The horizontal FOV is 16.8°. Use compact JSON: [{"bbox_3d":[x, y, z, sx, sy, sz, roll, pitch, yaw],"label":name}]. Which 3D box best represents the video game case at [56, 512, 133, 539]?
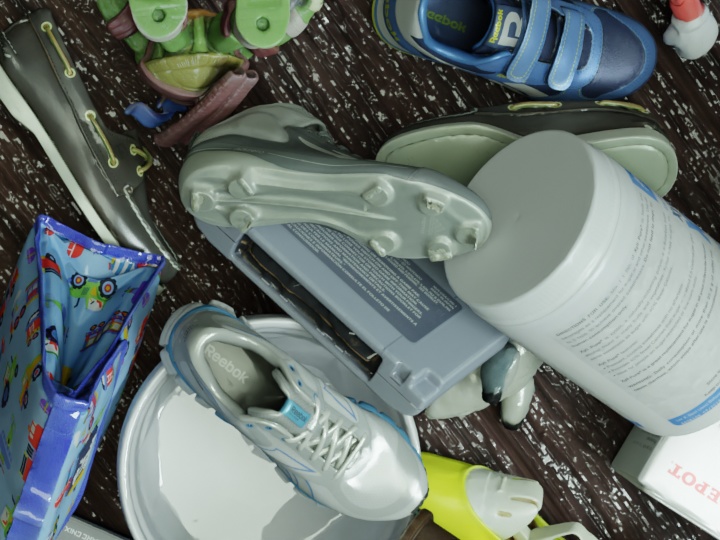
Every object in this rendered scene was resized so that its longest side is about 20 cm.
[{"bbox_3d":[-0.182,0.280,1.656,0.142,0.019,0.201,24,89,-9],"label":"video game case"}]

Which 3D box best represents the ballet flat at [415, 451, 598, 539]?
[{"bbox_3d":[0.114,0.181,1.667,0.200,0.067,0.067,43,126,-13],"label":"ballet flat"}]

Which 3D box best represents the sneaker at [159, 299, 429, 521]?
[{"bbox_3d":[-0.039,0.096,1.527,0.199,0.087,0.075,35,86,-11],"label":"sneaker"}]

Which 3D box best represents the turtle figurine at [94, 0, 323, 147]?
[{"bbox_3d":[-0.099,-0.188,1.552,0.144,0.194,0.201,38,84,-7],"label":"turtle figurine"}]

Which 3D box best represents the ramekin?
[{"bbox_3d":[-0.065,0.126,1.620,0.198,0.105,0.202,-1,94,-9],"label":"ramekin"}]

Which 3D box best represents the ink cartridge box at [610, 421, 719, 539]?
[{"bbox_3d":[0.287,0.094,1.681,0.145,0.084,0.201,33,88,-10],"label":"ink cartridge box"}]

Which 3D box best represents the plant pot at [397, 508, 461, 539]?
[{"bbox_3d":[0.085,0.287,1.579,0.197,0.200,0.202,25,90,9],"label":"plant pot"}]

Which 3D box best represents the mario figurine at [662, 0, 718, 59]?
[{"bbox_3d":[0.211,-0.225,1.667,0.198,0.124,0.106,15,133,-17],"label":"mario figurine"}]

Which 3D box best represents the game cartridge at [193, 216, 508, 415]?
[{"bbox_3d":[0.000,0.000,1.597,0.200,0.133,0.042,42,124,13],"label":"game cartridge"}]

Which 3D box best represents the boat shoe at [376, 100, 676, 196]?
[{"bbox_3d":[0.108,-0.077,1.635,0.199,0.061,0.072,0,122,-3],"label":"boat shoe"}]

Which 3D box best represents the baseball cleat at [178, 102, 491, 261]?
[{"bbox_3d":[-0.013,-0.064,1.541,0.198,0.107,0.070,10,131,0],"label":"baseball cleat"}]

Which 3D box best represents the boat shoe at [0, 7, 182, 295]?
[{"bbox_3d":[-0.174,-0.078,1.606,0.060,0.072,0.202,-35,96,-1],"label":"boat shoe"}]

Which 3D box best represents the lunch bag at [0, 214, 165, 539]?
[{"bbox_3d":[-0.196,0.089,1.526,0.093,0.201,0.151,18,122,-9],"label":"lunch bag"}]

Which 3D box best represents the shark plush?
[{"bbox_3d":[0.099,0.015,1.660,0.083,0.091,0.201,29,94,21],"label":"shark plush"}]

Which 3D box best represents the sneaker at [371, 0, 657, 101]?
[{"bbox_3d":[0.109,-0.155,1.640,0.198,0.082,0.075,10,91,-12],"label":"sneaker"}]

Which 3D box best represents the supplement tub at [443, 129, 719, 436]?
[{"bbox_3d":[0.164,0.011,1.577,0.200,0.132,0.132,35,88,-37],"label":"supplement tub"}]
